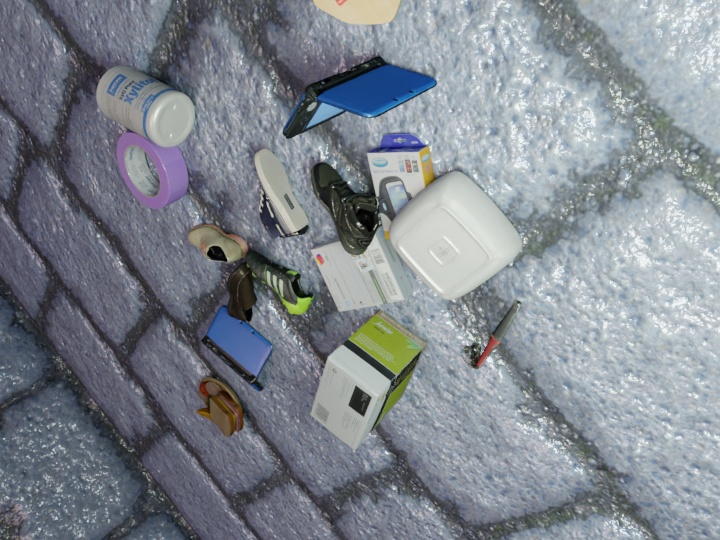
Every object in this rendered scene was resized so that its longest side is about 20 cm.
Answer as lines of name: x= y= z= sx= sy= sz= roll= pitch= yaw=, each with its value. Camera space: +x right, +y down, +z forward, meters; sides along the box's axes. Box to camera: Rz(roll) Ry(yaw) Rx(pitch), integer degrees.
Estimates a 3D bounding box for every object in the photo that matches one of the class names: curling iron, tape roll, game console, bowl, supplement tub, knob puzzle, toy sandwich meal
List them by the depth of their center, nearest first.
knob puzzle: x=-0.001 y=-0.494 z=1.081 sx=0.218 sy=0.030 sz=0.221 roll=11 pitch=120 yaw=20
game console: x=-0.002 y=-0.268 z=1.100 sx=0.118 sy=0.200 sz=0.171 roll=49 pitch=138 yaw=5
bowl: x=0.155 y=-0.048 z=1.171 sx=0.200 sy=0.075 sz=0.200 roll=47 pitch=128 yaw=-4
curling iron: x=0.250 y=0.125 z=1.270 sx=0.050 sy=0.026 sz=0.200 roll=40 pitch=136 yaw=10
supplement tub: x=-0.490 y=-0.376 z=1.526 sx=0.199 sy=0.132 sz=0.133 roll=29 pitch=132 yaw=23
tape roll: x=-0.525 y=-0.260 z=1.682 sx=0.199 sy=0.066 sz=0.201 roll=23 pitch=130 yaw=29
game console: x=-0.329 y=0.219 z=1.852 sx=0.200 sy=0.118 sz=0.171 roll=37 pitch=166 yaw=18
toy sandwich meal: x=-0.436 y=0.421 z=2.038 sx=0.204 sy=0.070 sz=0.206 roll=22 pitch=129 yaw=30

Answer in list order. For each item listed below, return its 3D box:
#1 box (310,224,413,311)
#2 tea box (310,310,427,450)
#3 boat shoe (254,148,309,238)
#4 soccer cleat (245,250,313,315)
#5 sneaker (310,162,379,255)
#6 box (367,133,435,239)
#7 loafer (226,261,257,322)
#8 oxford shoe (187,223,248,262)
box: x=0.000 y=0.000 z=1.401 sx=0.199 sy=0.041 sz=0.157 roll=-14 pitch=105 yaw=44
tea box: x=0.016 y=0.231 z=1.421 sx=0.133 sy=0.197 sz=0.201 roll=35 pitch=134 yaw=18
boat shoe: x=-0.196 y=-0.158 z=1.445 sx=0.092 sy=0.075 sz=0.201 roll=-14 pitch=107 yaw=38
soccer cleat: x=-0.189 y=0.016 z=1.571 sx=0.200 sy=0.067 sz=0.081 roll=46 pitch=119 yaw=7
sneaker: x=-0.024 y=-0.140 z=1.283 sx=0.114 sy=0.076 sz=0.200 roll=-47 pitch=63 yaw=52
box: x=0.082 y=-0.151 z=1.232 sx=0.119 sy=0.041 sz=0.201 roll=6 pitch=122 yaw=39
loafer: x=-0.288 y=0.057 z=1.680 sx=0.071 sy=0.073 sz=0.201 roll=31 pitch=142 yaw=15
oxford shoe: x=-0.373 y=-0.066 z=1.664 sx=0.199 sy=0.074 sz=0.071 roll=14 pitch=124 yaw=35
